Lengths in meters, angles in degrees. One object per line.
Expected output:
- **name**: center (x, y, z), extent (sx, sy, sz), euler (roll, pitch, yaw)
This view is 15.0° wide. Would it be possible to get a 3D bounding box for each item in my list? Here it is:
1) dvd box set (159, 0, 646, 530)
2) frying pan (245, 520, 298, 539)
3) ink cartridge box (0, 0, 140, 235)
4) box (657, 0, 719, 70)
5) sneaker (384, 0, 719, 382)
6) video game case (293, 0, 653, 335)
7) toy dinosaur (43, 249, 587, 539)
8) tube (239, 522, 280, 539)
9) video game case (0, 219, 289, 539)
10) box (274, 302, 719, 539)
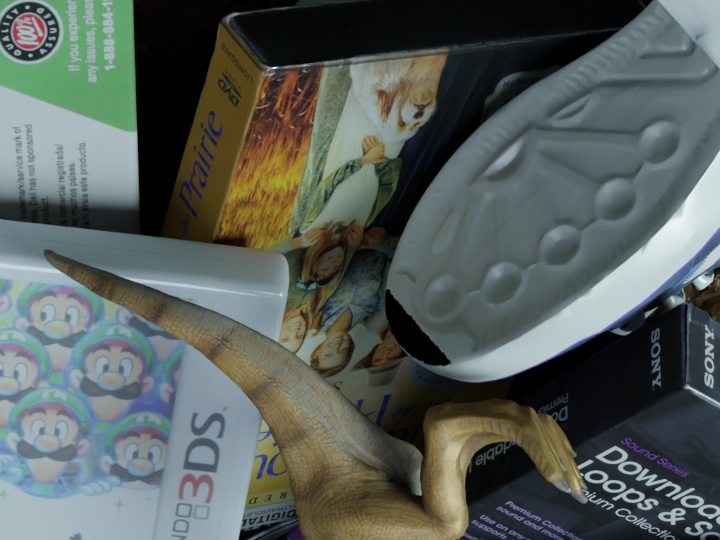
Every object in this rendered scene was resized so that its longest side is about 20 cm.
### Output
- **dvd box set**: center (0.000, 0.000, 0.864), extent (0.146, 0.029, 0.200), euler (-8, 136, -32)
- **frying pan**: center (-0.043, 0.112, 0.977), extent (0.115, 0.031, 0.190), euler (-30, 159, -15)
- **ink cartridge box**: center (-0.167, -0.063, 0.805), extent (0.199, 0.084, 0.145), euler (-4, 135, -7)
- **box**: center (0.104, -0.191, 0.657), extent (0.200, 0.131, 0.199), euler (-38, 107, 25)
- **sneaker**: center (0.116, -0.020, 0.841), extent (0.200, 0.081, 0.146), euler (-45, 141, 6)
- **video game case**: center (0.083, -0.078, 0.879), extent (0.182, 0.023, 0.200), euler (26, 123, -30)
- **toy dinosaur**: center (0.004, 0.063, 0.770), extent (0.106, 0.060, 0.200), euler (-27, 108, 8)
- **tube**: center (-0.047, 0.075, 0.985), extent (0.077, 0.050, 0.200), euler (-12, 140, -27)
- **video game case**: center (-0.133, 0.058, 0.834), extent (0.199, 0.024, 0.182), euler (6, 129, -7)
- **box**: center (0.085, 0.089, 0.876), extent (0.143, 0.036, 0.200), euler (27, 138, -29)
